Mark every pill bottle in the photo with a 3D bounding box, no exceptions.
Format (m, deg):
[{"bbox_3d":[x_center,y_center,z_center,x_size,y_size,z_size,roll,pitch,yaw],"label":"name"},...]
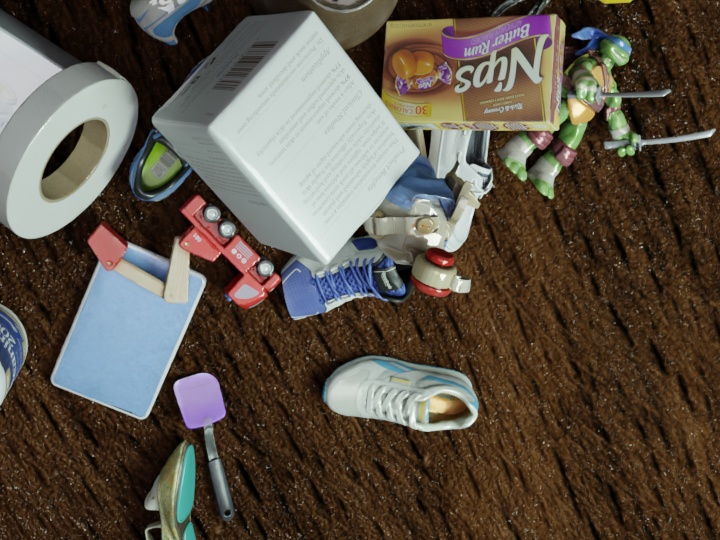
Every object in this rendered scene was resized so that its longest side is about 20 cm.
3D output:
[{"bbox_3d":[-0.443,0.112,1.119,0.109,0.200,0.113,-2,106,-7],"label":"pill bottle"}]

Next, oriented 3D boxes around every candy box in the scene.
[{"bbox_3d":[0.125,-0.219,1.126,0.197,0.056,0.119,4,89,24],"label":"candy box"}]

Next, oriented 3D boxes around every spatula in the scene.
[{"bbox_3d":[-0.187,0.227,1.276,0.056,0.021,0.203,-17,109,-19],"label":"spatula"}]

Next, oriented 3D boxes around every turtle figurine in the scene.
[{"bbox_3d":[0.268,-0.164,1.162,0.200,0.144,0.194,46,109,11],"label":"turtle figurine"}]

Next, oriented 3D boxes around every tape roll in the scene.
[{"bbox_3d":[-0.316,-0.128,1.077,0.037,0.203,0.204,34,98,10],"label":"tape roll"}]

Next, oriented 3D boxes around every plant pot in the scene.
[{"bbox_3d":[-0.029,-0.322,1.063,0.184,0.200,0.190,-2,104,-7],"label":"plant pot"}]

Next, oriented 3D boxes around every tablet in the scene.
[{"bbox_3d":[-0.283,0.072,1.228,0.129,0.014,0.202,23,99,-12],"label":"tablet"}]

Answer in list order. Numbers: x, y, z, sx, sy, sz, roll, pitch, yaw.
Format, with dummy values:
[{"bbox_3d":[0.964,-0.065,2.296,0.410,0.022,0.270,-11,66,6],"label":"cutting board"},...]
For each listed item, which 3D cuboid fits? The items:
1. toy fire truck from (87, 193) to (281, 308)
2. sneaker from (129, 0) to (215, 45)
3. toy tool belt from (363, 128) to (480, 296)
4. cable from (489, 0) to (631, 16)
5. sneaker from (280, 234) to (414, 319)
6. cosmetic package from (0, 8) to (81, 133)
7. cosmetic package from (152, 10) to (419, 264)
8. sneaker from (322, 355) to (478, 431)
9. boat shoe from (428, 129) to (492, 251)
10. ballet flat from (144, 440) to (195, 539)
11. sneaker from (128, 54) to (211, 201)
[{"bbox_3d":[-0.206,-0.012,1.187,0.141,0.049,0.200,-45,105,-4],"label":"toy fire truck"},{"bbox_3d":[-0.171,-0.339,1.114,0.200,0.072,0.072,-48,130,3],"label":"sneaker"},{"bbox_3d":[0.068,-0.072,1.099,0.123,0.200,0.124,10,114,-21],"label":"toy tool belt"},{"bbox_3d":[0.237,-0.336,1.172,0.197,0.050,0.098,-22,105,-3],"label":"cable"},{"bbox_3d":[0.001,0.000,1.194,0.197,0.115,0.082,-21,105,-2],"label":"sneaker"},{"bbox_3d":[-0.434,-0.187,1.085,0.198,0.123,0.201,32,97,-14],"label":"cosmetic package"},{"bbox_3d":[-0.080,-0.142,1.078,0.168,0.166,0.200,-49,120,-15],"label":"cosmetic package"},{"bbox_3d":[0.051,0.157,1.260,0.197,0.081,0.078,3,106,-7],"label":"sneaker"},{"bbox_3d":[0.125,-0.120,1.196,0.072,0.068,0.203,-3,102,-52],"label":"boat shoe"},{"bbox_3d":[-0.241,0.312,1.272,0.069,0.071,0.203,-3,105,-7],"label":"ballet flat"},{"bbox_3d":[-0.192,-0.156,1.141,0.078,0.089,0.201,33,98,-15],"label":"sneaker"}]
